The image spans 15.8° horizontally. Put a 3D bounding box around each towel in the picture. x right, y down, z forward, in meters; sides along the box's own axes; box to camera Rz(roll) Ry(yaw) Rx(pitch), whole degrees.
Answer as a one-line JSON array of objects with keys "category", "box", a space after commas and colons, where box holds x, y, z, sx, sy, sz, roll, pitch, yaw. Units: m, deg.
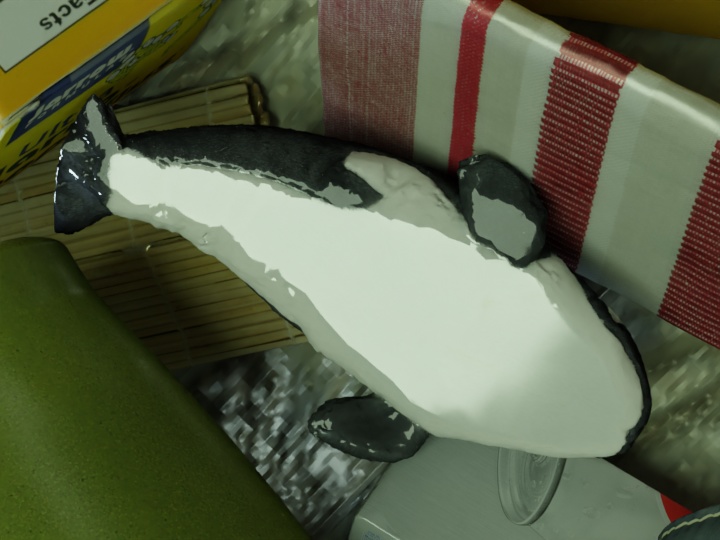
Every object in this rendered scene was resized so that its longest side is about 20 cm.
[{"category": "towel", "box": [0.076, -0.031, 0.782, 0.200, 0.144, 0.023, 29, 72, 10]}]

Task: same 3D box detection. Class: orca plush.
[{"category": "orca plush", "box": [0.000, 0.000, 0.836, 0.200, 0.071, 0.105, 12, 107, 6]}]

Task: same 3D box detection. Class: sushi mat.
[{"category": "sushi mat", "box": [-0.110, -0.003, 0.923, 0.200, 0.012, 0.096, -12, 103, 25]}]

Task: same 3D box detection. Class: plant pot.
[{"category": "plant pot", "box": [-0.108, 0.100, 0.824, 0.200, 0.200, 0.193, -32, 83, 27]}]

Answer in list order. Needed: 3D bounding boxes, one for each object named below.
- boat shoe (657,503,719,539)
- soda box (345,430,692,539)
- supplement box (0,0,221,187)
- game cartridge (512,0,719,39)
[{"category": "boat shoe", "box": [0.181, 0.060, 0.782, 0.200, 0.075, 0.062, -17, 64, 14]}, {"category": "soda box", "box": [0.094, 0.119, 0.838, 0.200, 0.068, 0.063, 31, 149, 11]}, {"category": "supplement box", "box": [-0.145, -0.133, 0.822, 0.200, 0.109, 0.110, 51, 156, 1]}, {"category": "game cartridge", "box": [0.067, -0.127, 0.712, 0.176, 0.200, 0.032, 9, 70, -2]}]
